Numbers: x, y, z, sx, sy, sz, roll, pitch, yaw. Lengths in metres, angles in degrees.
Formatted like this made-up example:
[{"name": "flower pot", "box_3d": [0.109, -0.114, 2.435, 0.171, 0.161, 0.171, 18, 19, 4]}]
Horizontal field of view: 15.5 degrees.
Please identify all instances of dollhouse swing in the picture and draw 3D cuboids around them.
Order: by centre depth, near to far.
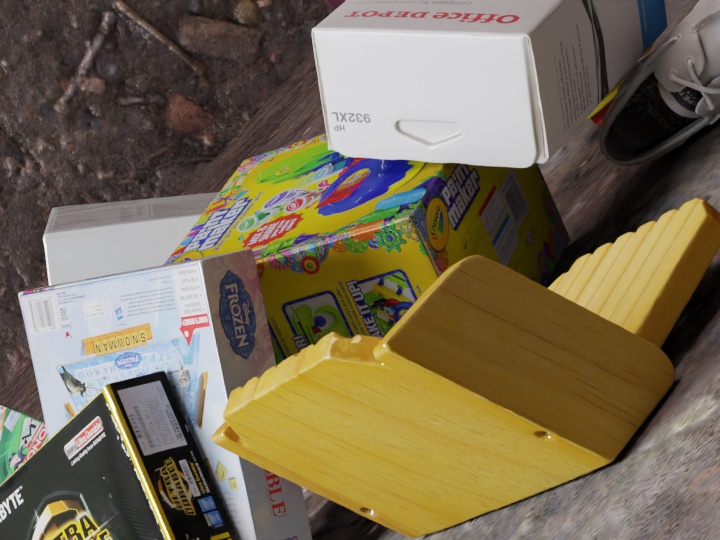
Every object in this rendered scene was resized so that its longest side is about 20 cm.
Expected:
[{"name": "dollhouse swing", "box_3d": [0.057, 0.021, 1.333, 0.200, 0.181, 0.177, -31, 37, 59]}]

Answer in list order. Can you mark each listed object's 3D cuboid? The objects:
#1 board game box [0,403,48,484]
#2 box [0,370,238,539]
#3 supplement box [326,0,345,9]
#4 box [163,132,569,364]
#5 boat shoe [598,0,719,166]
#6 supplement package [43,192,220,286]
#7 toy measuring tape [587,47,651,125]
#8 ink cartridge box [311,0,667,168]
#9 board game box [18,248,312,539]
[{"name": "board game box", "box_3d": [-0.220, 0.197, 1.682, 0.201, 0.134, 0.029, -66, -17, -11]}, {"name": "box", "box_3d": [-0.142, 0.172, 1.498, 0.049, 0.161, 0.200, -15, -16, -40]}, {"name": "supplement box", "box_3d": [0.074, -0.332, 2.912, 0.200, 0.131, 0.103, -37, 10, 38]}, {"name": "box", "box_3d": [0.000, 0.000, 1.609, 0.191, 0.123, 0.200, -17, 20, 25]}, {"name": "boat shoe", "box_3d": [0.203, -0.120, 1.581, 0.069, 0.072, 0.200, -53, 12, -31]}, {"name": "supplement package", "box_3d": [-0.135, 0.051, 1.816, 0.146, 0.193, 0.200, -6, 7, -4]}, {"name": "toy measuring tape", "box_3d": [0.142, -0.124, 1.896, 0.200, 0.074, 0.074, -34, 14, 51]}, {"name": "ink cartridge box", "box_3d": [0.080, -0.144, 1.584, 0.144, 0.084, 0.200, 4, 29, 27]}, {"name": "board game box", "box_3d": [-0.112, 0.098, 1.513, 0.041, 0.201, 0.199, -13, 3, -37]}]
